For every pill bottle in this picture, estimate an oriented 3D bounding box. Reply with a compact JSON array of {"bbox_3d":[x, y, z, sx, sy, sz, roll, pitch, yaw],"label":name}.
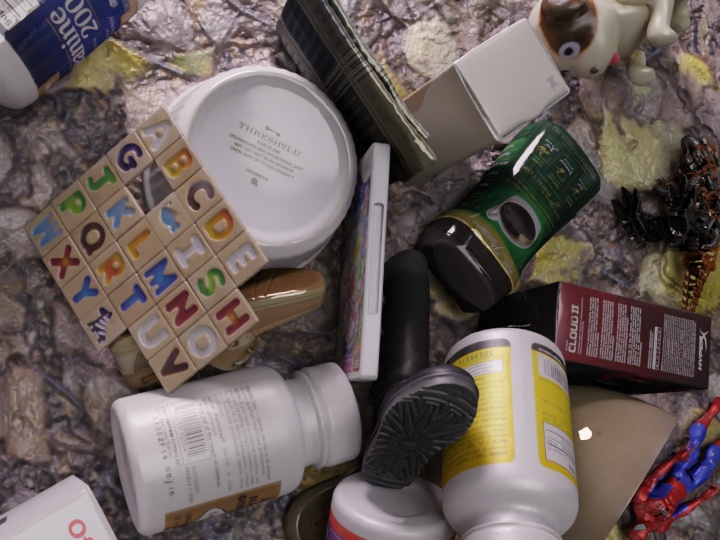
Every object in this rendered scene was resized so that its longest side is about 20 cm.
[{"bbox_3d":[0.017,0.290,0.805,0.110,0.111,0.202,2,104,-21],"label":"pill bottle"},{"bbox_3d":[-0.286,-0.209,0.769,0.111,0.111,0.200,46,70,-10],"label":"pill bottle"},{"bbox_3d":[0.121,0.157,0.758,0.110,0.111,0.201,22,46,-18],"label":"pill bottle"},{"bbox_3d":[-0.105,0.145,0.793,0.198,0.114,0.116,-12,87,-22],"label":"pill bottle"}]

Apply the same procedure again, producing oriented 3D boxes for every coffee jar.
[{"bbox_3d":[0.149,-0.054,0.935,0.200,0.085,0.105,-45,102,-21],"label":"coffee jar"}]

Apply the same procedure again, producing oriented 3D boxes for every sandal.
[{"bbox_3d":[0.020,0.205,0.868,0.199,0.054,0.081,-28,94,-22],"label":"sandal"}]

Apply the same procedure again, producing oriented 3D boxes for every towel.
[{"bbox_3d":[-0.004,-0.168,0.835,0.034,0.192,0.201,-34,96,-10],"label":"towel"}]

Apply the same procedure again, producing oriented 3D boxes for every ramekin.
[{"bbox_3d":[-0.094,-0.092,0.839,0.200,0.094,0.205,3,83,-21],"label":"ramekin"}]

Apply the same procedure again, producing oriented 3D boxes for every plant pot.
[{"bbox_3d":[0.192,0.189,0.883,0.134,0.201,0.201,32,70,18],"label":"plant pot"}]

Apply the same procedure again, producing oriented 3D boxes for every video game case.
[{"bbox_3d":[0.000,0.000,0.839,0.018,0.143,0.202,5,81,-9],"label":"video game case"}]

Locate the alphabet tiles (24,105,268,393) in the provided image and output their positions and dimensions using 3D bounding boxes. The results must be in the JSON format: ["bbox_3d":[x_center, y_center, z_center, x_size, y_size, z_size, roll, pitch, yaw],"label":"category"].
[{"bbox_3d":[-0.174,-0.009,0.765,0.167,0.008,0.201,-38,76,10],"label":"alphabet tiles"}]

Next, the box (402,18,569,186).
[{"bbox_3d":[0.096,-0.151,0.865,0.095,0.200,0.078,-35,96,-21],"label":"box"}]

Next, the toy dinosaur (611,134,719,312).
[{"bbox_3d":[0.371,-0.055,1.025,0.135,0.102,0.202,11,57,-36],"label":"toy dinosaur"}]

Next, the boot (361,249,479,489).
[{"bbox_3d":[0.049,0.063,0.800,0.065,0.165,0.201,21,46,-14],"label":"boot"}]

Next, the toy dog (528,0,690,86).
[{"bbox_3d":[0.264,-0.290,0.987,0.194,0.140,0.200,45,69,3],"label":"toy dog"}]

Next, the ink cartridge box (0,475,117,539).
[{"bbox_3d":[-0.268,0.274,0.695,0.199,0.146,0.148,-28,93,-22],"label":"ink cartridge box"}]

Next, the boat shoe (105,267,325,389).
[{"bbox_3d":[-0.120,0.051,0.803,0.198,0.071,0.065,-16,109,7],"label":"boat shoe"}]

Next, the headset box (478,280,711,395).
[{"bbox_3d":[0.220,0.071,0.913,0.198,0.148,0.076,13,76,-20],"label":"headset box"}]

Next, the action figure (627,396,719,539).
[{"bbox_3d":[0.357,0.223,1.005,0.200,0.052,0.066,-41,102,-19],"label":"action figure"}]
